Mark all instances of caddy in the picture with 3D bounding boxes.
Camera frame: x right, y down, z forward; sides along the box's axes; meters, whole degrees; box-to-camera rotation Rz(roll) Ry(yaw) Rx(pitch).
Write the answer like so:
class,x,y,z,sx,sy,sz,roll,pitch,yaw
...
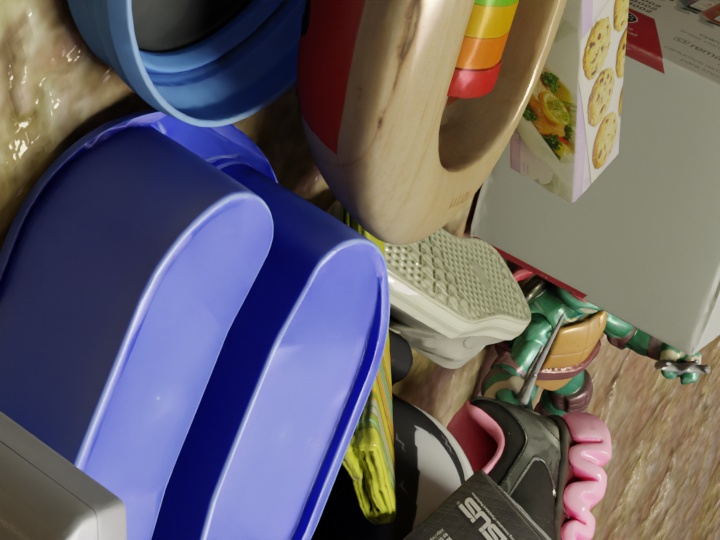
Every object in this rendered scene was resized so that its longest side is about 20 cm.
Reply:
class,x,y,z,sx,sy,sz,roll,pitch,yaw
caddy,-0.080,0.040,0.849,0.141,0.105,0.201,22,91,-46

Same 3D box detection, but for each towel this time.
class,x,y,z,sx,sy,sz,roll,pitch,yaw
towel,0.000,0.000,0.947,0.086,0.018,0.202,78,9,-62

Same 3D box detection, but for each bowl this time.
class,x,y,z,sx,sy,sz,roll,pitch,yaw
bowl,-0.035,-0.151,0.812,0.201,0.039,0.201,-47,153,-33

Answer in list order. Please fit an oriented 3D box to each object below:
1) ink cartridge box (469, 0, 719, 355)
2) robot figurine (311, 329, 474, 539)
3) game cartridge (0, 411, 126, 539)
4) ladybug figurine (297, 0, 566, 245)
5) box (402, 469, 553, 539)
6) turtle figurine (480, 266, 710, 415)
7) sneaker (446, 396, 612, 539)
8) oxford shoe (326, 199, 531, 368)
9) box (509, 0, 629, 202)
class,x,y,z,sx,sy,sz,roll,pitch,yaw
ink cartridge box,0.181,-0.073,1.229,0.200,0.145,0.146,-28,140,-55
robot figurine,-0.017,0.111,1.029,0.150,0.125,0.200,-41,160,11
game cartridge,-0.145,0.143,0.779,0.040,0.133,0.201,-21,134,-53
ladybug figurine,0.028,-0.108,0.851,0.136,0.072,0.201,-24,136,-58
box,0.029,0.175,0.998,0.158,0.048,0.200,-43,159,-1
turtle figurine,0.121,0.052,1.291,0.149,0.101,0.201,-10,148,-20
sneaker,0.070,0.149,1.149,0.079,0.095,0.201,-47,-153,46
oxford shoe,0.026,0.010,1.099,0.057,0.076,0.200,-29,161,16
box,0.091,-0.110,0.978,0.041,0.039,0.201,-48,154,-28
